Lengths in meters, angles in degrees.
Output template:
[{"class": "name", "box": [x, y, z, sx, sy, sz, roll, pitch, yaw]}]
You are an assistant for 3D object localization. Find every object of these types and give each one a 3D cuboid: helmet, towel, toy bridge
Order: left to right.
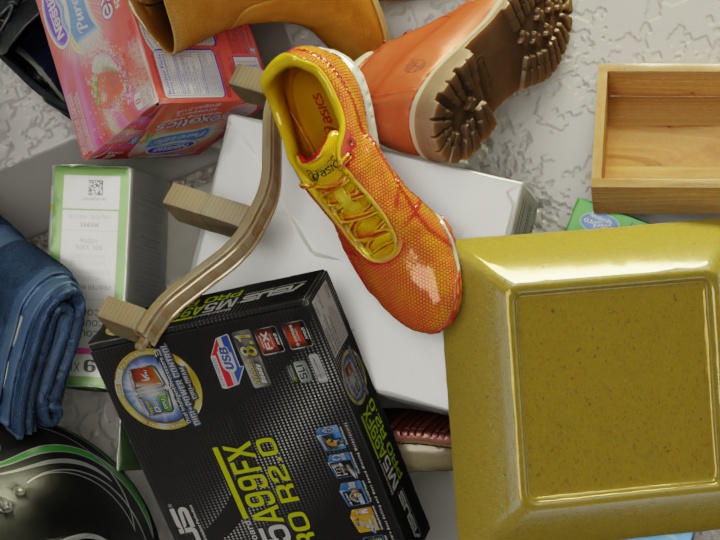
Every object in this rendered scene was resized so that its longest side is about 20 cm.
[{"class": "towel", "box": [-0.247, 0.023, 1.686, 0.200, 0.048, 0.112, 34, 113, 53]}, {"class": "helmet", "box": [-0.225, 0.192, 1.668, 0.200, 0.190, 0.201, -20, 64, 50]}, {"class": "toy bridge", "box": [-0.092, -0.035, 1.603, 0.067, 0.027, 0.200, 17, 70, 30]}]

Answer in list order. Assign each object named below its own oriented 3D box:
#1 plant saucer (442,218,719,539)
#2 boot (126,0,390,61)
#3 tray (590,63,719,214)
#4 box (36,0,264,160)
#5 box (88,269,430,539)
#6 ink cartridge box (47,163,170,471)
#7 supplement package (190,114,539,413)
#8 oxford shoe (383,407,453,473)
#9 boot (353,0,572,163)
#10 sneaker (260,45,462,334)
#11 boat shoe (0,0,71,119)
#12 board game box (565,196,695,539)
[{"class": "plant saucer", "box": [0.156, 0.073, 1.606, 0.199, 0.048, 0.201, -5, 92, -12]}, {"class": "boot", "box": [-0.075, -0.176, 1.657, 0.144, 0.071, 0.201, -46, 114, -31]}, {"class": "tray", "box": [0.253, -0.085, 1.668, 0.199, 0.037, 0.099, 1, 58, 9]}, {"class": "box", "box": [-0.149, -0.182, 1.699, 0.095, 0.102, 0.201, -32, 71, 43]}, {"class": "box", "box": [-0.063, 0.108, 1.635, 0.160, 0.044, 0.201, -12, 113, 23]}, {"class": "ink cartridge box", "box": [-0.171, 0.033, 1.714, 0.059, 0.104, 0.201, 1, 86, 10]}, {"class": "supplement package", "box": [0.000, 0.000, 1.684, 0.199, 0.111, 0.156, 14, 88, 11]}, {"class": "oxford shoe", "box": [-0.010, 0.133, 1.701, 0.199, 0.070, 0.075, -4, 95, 21]}, {"class": "boot", "box": [0.061, -0.145, 1.679, 0.107, 0.200, 0.075, 7, 127, 38]}, {"class": "sneaker", "box": [-0.005, -0.046, 1.586, 0.073, 0.077, 0.200, -35, 81, 29]}, {"class": "boat shoe", "box": [-0.227, -0.173, 1.761, 0.075, 0.062, 0.200, -44, 79, 6]}, {"class": "board game box", "box": [0.179, 0.072, 1.684, 0.153, 0.040, 0.201, 20, 89, 11]}]
